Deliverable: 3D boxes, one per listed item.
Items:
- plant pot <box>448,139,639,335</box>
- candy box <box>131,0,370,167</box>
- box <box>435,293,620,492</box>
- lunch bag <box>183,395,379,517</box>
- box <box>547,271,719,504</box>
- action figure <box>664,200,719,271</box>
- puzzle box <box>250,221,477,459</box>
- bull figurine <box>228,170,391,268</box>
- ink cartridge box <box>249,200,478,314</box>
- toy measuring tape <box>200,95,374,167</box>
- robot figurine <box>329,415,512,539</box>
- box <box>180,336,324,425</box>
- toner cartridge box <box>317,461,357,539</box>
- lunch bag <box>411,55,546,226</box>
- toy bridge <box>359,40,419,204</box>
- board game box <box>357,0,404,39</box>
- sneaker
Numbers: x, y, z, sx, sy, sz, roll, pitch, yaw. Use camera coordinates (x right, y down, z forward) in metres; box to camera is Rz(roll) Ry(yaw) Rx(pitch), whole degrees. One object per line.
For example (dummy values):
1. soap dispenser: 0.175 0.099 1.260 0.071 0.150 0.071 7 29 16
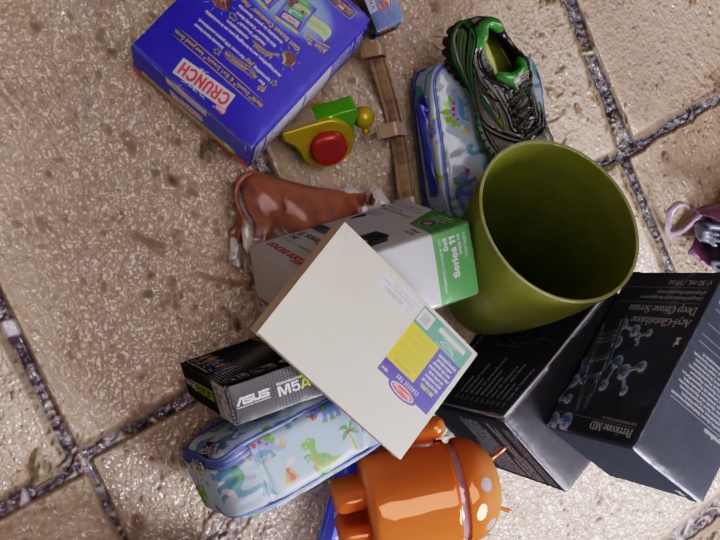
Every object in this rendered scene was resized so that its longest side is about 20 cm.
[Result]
1. plant pot: 0.175 -0.010 1.116 0.184 0.200 0.190 9 62 -16
2. candy box: -0.117 -0.241 1.079 0.169 0.077 0.200 41 73 2
3. box: 0.210 0.127 1.173 0.200 0.196 0.124 -47 107 -16
4. lunch bag: -0.083 0.180 1.065 0.198 0.160 0.083 -25 95 -23
5. box: 0.310 0.111 1.029 0.107 0.148 0.201 36 76 -19
6. action figure: 0.514 -0.082 1.371 0.148 0.135 0.201 26 61 22
7. puzzle box: 0.007 0.069 0.965 0.200 0.025 0.133 44 76 -21
8. bull figurine: -0.055 -0.048 1.134 0.197 0.065 0.123 12 88 -21
9. ink cartridge box: 0.000 0.000 1.053 0.198 0.146 0.084 -18 110 -22
10. toy measuring tape: -0.077 -0.141 1.134 0.197 0.074 0.075 -17 97 -5
11. robot figurine: 0.067 0.245 1.097 0.197 0.117 0.146 -9 61 -6
12. box: -0.074 0.096 1.054 0.191 0.200 0.048 -20 99 -20
13. toner cartridge box: 0.002 0.313 1.169 0.094 0.043 0.203 17 84 -22
14. lunch bag: 0.142 -0.154 1.206 0.159 0.082 0.203 -11 95 -22
15. toy bridge: 0.037 -0.162 1.171 0.027 0.067 0.203 -12 94 13
16. board game box: -0.007 -0.361 1.115 0.034 0.135 0.202 -22 98 3
17. sneaker: 0.163 -0.189 1.126 0.078 0.085 0.201 -37 104 -15
